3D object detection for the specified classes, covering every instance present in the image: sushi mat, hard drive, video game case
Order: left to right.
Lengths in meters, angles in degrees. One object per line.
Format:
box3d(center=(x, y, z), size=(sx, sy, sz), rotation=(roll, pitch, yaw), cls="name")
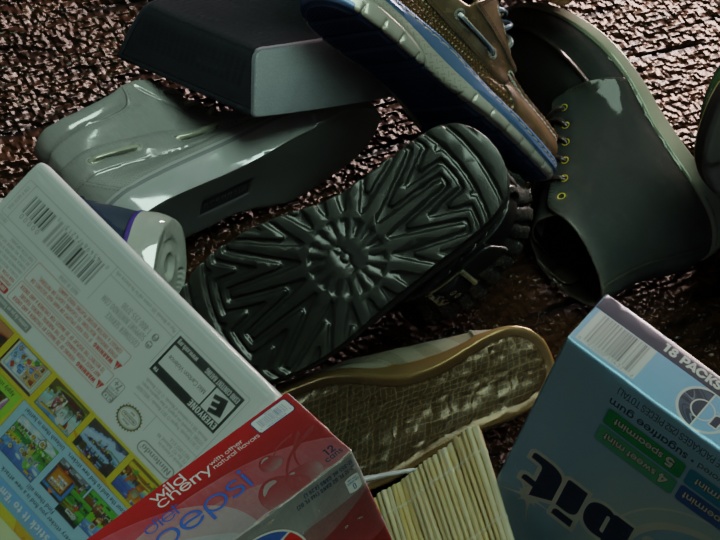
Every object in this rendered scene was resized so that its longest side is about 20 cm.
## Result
box3d(center=(-0.161, 0.071, 1.438), size=(0.182, 0.023, 0.200), rotation=(-46, 63, -1), cls="video game case")
box3d(center=(-0.027, -0.136, 1.663), size=(0.199, 0.043, 0.135), rotation=(-14, 29, -42), cls="hard drive")
box3d(center=(0.053, 0.184, 1.456), size=(0.012, 0.096, 0.201), rotation=(21, 41, -41), cls="sushi mat")

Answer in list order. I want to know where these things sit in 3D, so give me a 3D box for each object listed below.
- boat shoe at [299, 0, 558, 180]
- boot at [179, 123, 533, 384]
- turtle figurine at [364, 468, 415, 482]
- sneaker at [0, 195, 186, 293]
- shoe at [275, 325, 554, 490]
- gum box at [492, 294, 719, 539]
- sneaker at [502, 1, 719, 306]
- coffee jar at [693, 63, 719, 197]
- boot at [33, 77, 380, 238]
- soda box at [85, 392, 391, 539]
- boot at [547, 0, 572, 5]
box3d(center=(0.054, -0.124, 1.605), size=(0.200, 0.072, 0.073), rotation=(41, 65, -38), cls="boat shoe")
box3d(center=(0.002, 0.002, 1.566), size=(0.210, 0.158, 0.080), rotation=(-29, 82, 1), cls="boot")
box3d(center=(-0.030, 0.189, 1.417), size=(0.199, 0.101, 0.150), rotation=(-28, 46, -16), cls="turtle figurine")
box3d(center=(-0.180, 0.053, 1.508), size=(0.146, 0.081, 0.201), rotation=(5, 68, 16), cls="sneaker")
box3d(center=(0.012, 0.080, 1.558), size=(0.199, 0.053, 0.070), rotation=(-16, 91, -24), cls="shoe")
box3d(center=(0.151, 0.133, 1.455), size=(0.170, 0.200, 0.045), rotation=(37, 49, 12), cls="gum box")
box3d(center=(0.122, -0.074, 1.696), size=(0.106, 0.075, 0.200), rotation=(-24, 64, -34), cls="sneaker")
box3d(center=(0.250, -0.080, 1.673), size=(0.104, 0.086, 0.200), rotation=(19, 10, 5), cls="coffee jar")
box3d(center=(-0.088, -0.081, 1.635), size=(0.199, 0.074, 0.096), rotation=(-23, 62, -35), cls="boot")
box3d(center=(-0.087, 0.151, 1.359), size=(0.200, 0.070, 0.063), rotation=(-35, 42, -14), cls="soda box")
box3d(center=(0.064, -0.204, 1.736), size=(0.155, 0.073, 0.200), rotation=(6, 8, -4), cls="boot")
